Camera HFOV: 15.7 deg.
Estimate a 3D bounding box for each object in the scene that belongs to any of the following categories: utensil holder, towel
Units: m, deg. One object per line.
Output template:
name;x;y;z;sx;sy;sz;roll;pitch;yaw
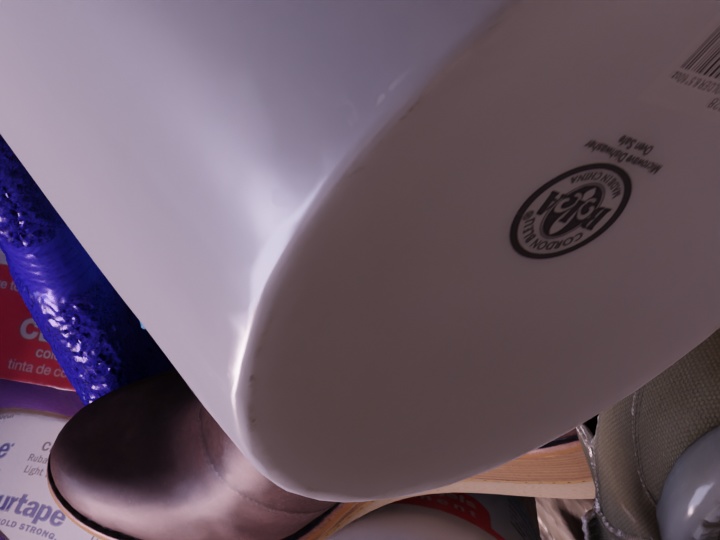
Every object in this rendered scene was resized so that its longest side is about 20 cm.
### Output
utensil holder;-0.010;-0.081;0.493;0.200;0.170;0.170;53;167;27
towel;-0.111;-0.041;0.843;0.200;0.049;0.148;67;-174;-50

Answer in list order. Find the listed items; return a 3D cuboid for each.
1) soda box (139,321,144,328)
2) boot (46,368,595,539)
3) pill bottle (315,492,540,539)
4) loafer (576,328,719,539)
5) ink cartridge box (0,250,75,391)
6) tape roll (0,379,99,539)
soda box;-0.059;-0.090;0.810;0.068;0.064;0.201;-44;61;62
boot;-0.017;0.015;0.749;0.167;0.199;0.073;66;-157;-52
pill bottle;0.009;0.095;0.913;0.200;0.108;0.109;-91;-24;-70
loafer;0.093;0.054;0.659;0.200;0.075;0.070;92;162;-65
ink cartridge box;-0.134;-0.070;1.019;0.148;0.085;0.201;37;111;64
tape roll;-0.101;0.117;0.959;0.199;0.066;0.200;29;-163;-10
